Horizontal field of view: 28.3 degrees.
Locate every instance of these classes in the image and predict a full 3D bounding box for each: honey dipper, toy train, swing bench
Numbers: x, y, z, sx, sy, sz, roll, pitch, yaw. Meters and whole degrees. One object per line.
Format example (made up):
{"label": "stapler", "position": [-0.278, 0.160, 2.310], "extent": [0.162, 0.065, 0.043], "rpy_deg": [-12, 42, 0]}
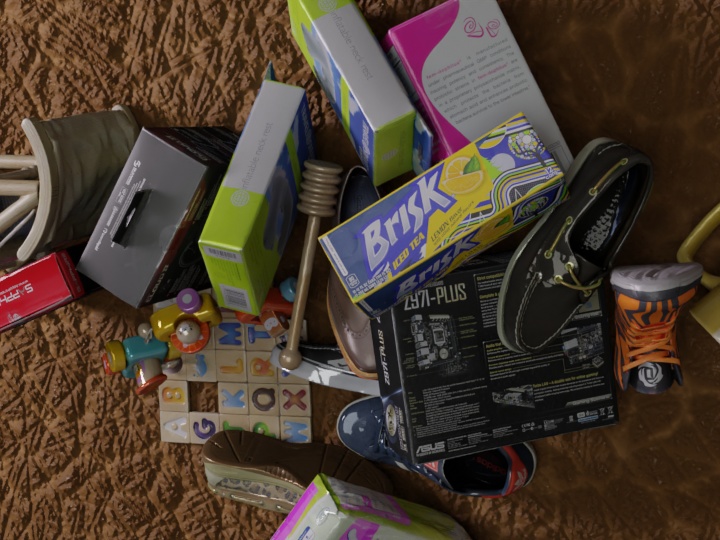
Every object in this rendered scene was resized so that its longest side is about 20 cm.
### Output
{"label": "honey dipper", "position": [-0.052, -0.003, 1.336], "extent": [0.038, 0.038, 0.201], "rpy_deg": [15, 104, 14]}
{"label": "toy train", "position": [-0.151, 0.070, 1.378], "extent": [0.200, 0.150, 0.056], "rpy_deg": [-31, 67, 26]}
{"label": "swing bench", "position": [-0.327, -0.069, 1.384], "extent": [0.199, 0.199, 0.130], "rpy_deg": [-16, 95, 19]}

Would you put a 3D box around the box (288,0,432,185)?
{"label": "box", "position": [-0.002, -0.169, 1.274], "extent": [0.048, 0.122, 0.200], "rpy_deg": [-26, 72, -7]}

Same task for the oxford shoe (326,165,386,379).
{"label": "oxford shoe", "position": [0.000, 0.000, 1.327], "extent": [0.071, 0.073, 0.201], "rpy_deg": [-7, 76, 0]}

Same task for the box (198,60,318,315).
{"label": "box", "position": [-0.087, -0.075, 1.300], "extent": [0.048, 0.122, 0.200], "rpy_deg": [13, 62, 12]}

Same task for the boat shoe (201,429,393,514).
{"label": "boat shoe", "position": [-0.062, 0.212, 1.425], "extent": [0.199, 0.073, 0.063], "rpy_deg": [14, 127, 19]}

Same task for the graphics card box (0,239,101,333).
{"label": "graphics card box", "position": [-0.288, 0.009, 1.385], "extent": [0.125, 0.200, 0.051], "rpy_deg": [-23, 92, 20]}

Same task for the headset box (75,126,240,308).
{"label": "headset box", "position": [-0.171, -0.053, 1.334], "extent": [0.077, 0.200, 0.149], "rpy_deg": [31, 105, 13]}

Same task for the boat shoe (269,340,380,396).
{"label": "boat shoe", "position": [0.010, 0.083, 1.373], "extent": [0.199, 0.074, 0.068], "rpy_deg": [12, 94, 22]}

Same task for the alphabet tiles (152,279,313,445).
{"label": "alphabet tiles", "position": [-0.131, 0.081, 1.451], "extent": [0.167, 0.008, 0.201], "rpy_deg": [1, 100, 17]}

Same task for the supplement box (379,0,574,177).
{"label": "supplement box", "position": [0.104, -0.137, 1.276], "extent": [0.101, 0.103, 0.200], "rpy_deg": [-26, 92, -8]}

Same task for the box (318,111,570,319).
{"label": "box", "position": [0.070, -0.044, 1.184], "extent": [0.200, 0.064, 0.070], "rpy_deg": [-32, 70, 4]}

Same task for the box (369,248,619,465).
{"label": "box", "position": [0.117, 0.071, 1.286], "extent": [0.199, 0.086, 0.164], "rpy_deg": [-10, 98, -13]}

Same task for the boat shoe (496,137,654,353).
{"label": "boat shoe", "position": [0.181, -0.016, 1.211], "extent": [0.072, 0.061, 0.202], "rpy_deg": [24, 95, -28]}

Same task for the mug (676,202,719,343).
{"label": "mug", "position": [0.374, 0.018, 1.219], "extent": [0.186, 0.149, 0.153], "rpy_deg": [41, 100, 0]}

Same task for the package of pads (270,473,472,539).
{"label": "package of pads", "position": [0.002, 0.283, 1.351], "extent": [0.155, 0.200, 0.068], "rpy_deg": [-54, 39, 13]}

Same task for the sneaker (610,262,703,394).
{"label": "sneaker", "position": [0.253, 0.051, 1.215], "extent": [0.077, 0.200, 0.112], "rpy_deg": [-4, 90, 10]}

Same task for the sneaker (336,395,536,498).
{"label": "sneaker", "position": [0.066, 0.169, 1.365], "extent": [0.199, 0.084, 0.075], "rpy_deg": [10, 102, 15]}
